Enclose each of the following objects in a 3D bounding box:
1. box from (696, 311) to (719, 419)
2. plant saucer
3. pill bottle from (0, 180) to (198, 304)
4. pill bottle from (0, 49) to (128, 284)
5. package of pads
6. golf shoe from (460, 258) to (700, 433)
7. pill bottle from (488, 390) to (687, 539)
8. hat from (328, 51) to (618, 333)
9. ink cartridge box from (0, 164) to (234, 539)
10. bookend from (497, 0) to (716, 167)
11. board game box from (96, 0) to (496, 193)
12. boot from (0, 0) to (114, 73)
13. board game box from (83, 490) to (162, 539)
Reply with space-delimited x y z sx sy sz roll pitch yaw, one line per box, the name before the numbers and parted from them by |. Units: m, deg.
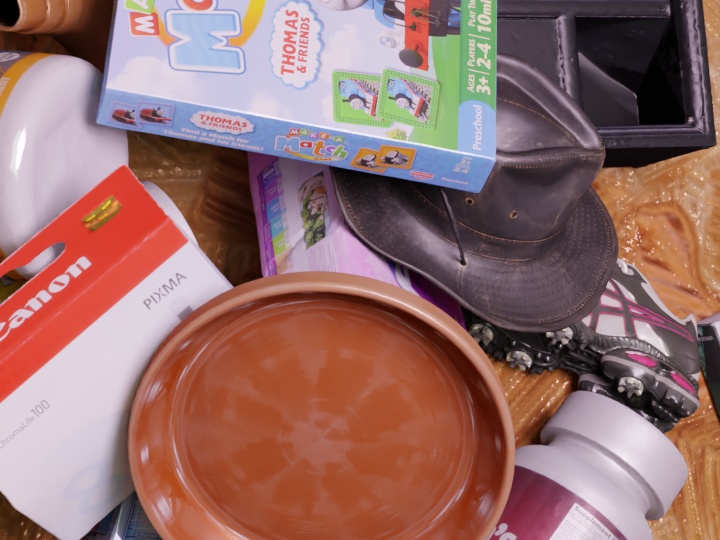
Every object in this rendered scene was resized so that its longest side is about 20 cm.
box | 0.318 0.105 1.309 0.144 0.036 0.201 -21 92 -24
plant saucer | -0.020 0.089 0.996 0.199 0.032 0.201 1 117 2
pill bottle | -0.186 0.028 1.054 0.200 0.109 0.110 -29 97 -23
pill bottle | -0.230 -0.059 0.990 0.199 0.116 0.117 6 79 22
package of pads | 0.000 0.000 1.089 0.120 0.076 0.200 39 25 -35
golf shoe | 0.134 0.026 1.226 0.200 0.077 0.088 35 53 -19
pill bottle | 0.108 0.178 1.168 0.110 0.109 0.200 43 70 -14
hat | 0.078 -0.068 1.059 0.200 0.081 0.201 21 47 -24
ink cartridge box | -0.135 0.049 0.980 0.160 0.200 0.047 -40 64 -4
bookend | 0.110 -0.167 1.212 0.198 0.092 0.201 -2 85 -24
board game box | -0.028 -0.128 0.993 0.199 0.037 0.152 9 59 -11
boot | -0.151 -0.143 1.014 0.077 0.155 0.200 -40 95 12
board game box | -0.084 0.172 1.111 0.199 0.062 0.201 6 83 -23
